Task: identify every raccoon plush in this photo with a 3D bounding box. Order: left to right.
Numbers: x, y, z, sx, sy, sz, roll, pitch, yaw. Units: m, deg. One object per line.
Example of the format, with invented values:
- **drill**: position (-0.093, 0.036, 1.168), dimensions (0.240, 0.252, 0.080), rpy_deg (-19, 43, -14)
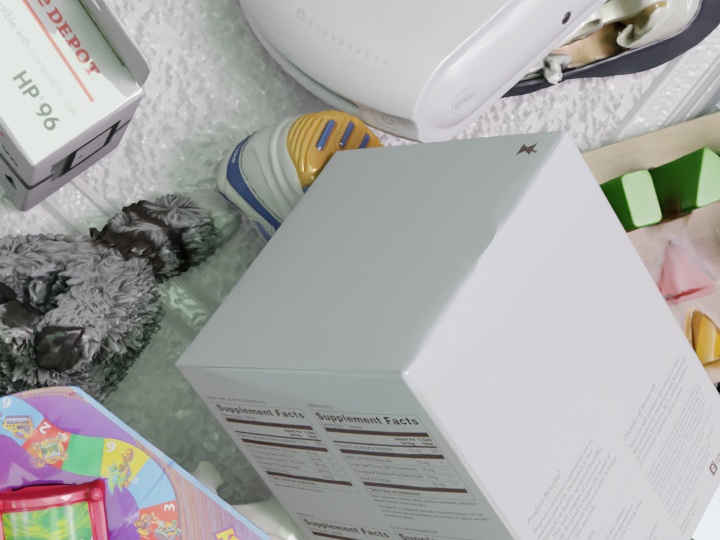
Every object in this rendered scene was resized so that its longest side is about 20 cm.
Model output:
- **raccoon plush**: position (-0.134, 0.054, 0.932), dimensions (0.199, 0.097, 0.135), rpy_deg (-18, 129, -35)

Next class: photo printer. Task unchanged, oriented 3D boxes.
- **photo printer**: position (0.041, -0.166, 0.962), dimensions (0.200, 0.070, 0.166), rpy_deg (-42, 57, -13)

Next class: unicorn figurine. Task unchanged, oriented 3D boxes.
- **unicorn figurine**: position (-0.023, 0.143, 0.921), dimensions (0.137, 0.074, 0.201), rpy_deg (-35, 96, -40)

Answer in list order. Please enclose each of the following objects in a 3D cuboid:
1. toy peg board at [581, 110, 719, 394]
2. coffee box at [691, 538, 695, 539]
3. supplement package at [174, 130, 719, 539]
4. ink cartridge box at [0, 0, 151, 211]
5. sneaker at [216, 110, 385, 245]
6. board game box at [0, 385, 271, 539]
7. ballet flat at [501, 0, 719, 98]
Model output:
- **toy peg board**: position (0.176, 0.021, 0.992), dimensions (0.198, 0.098, 0.201), rpy_deg (-17, 88, -14)
- **coffee box**: position (0.180, 0.218, 0.974), dimensions (0.199, 0.044, 0.123), rpy_deg (33, 108, -7)
- **supplement package**: position (0.051, 0.062, 0.852), dimensions (0.152, 0.150, 0.201), rpy_deg (-54, 124, -31)
- **ink cartridge box**: position (-0.166, -0.105, 0.874), dimensions (0.068, 0.200, 0.116), rpy_deg (-36, 92, -14)
- **sneaker**: position (0.000, 0.000, 0.970), dimensions (0.075, 0.088, 0.201), rpy_deg (-52, 122, -38)
- **board game box**: position (-0.134, 0.154, 0.837), dimensions (0.200, 0.039, 0.158), rpy_deg (39, 87, -6)
- **ballet flat**: position (0.134, -0.141, 1.015), dimensions (0.198, 0.073, 0.074), rpy_deg (-19, 88, -14)
